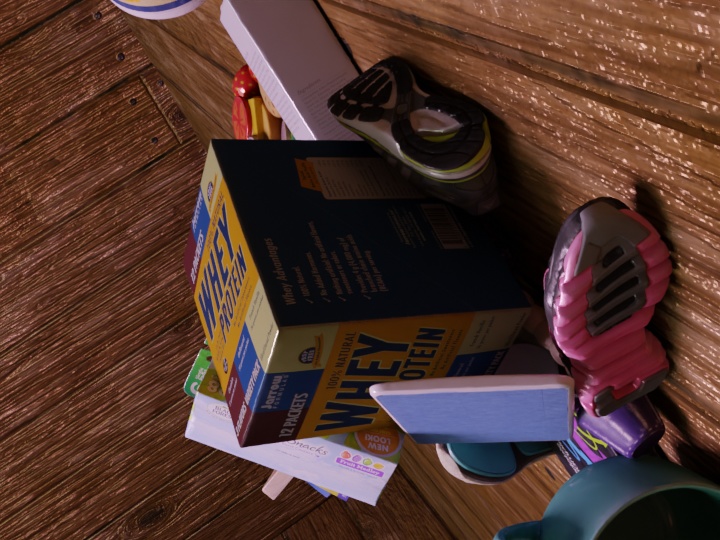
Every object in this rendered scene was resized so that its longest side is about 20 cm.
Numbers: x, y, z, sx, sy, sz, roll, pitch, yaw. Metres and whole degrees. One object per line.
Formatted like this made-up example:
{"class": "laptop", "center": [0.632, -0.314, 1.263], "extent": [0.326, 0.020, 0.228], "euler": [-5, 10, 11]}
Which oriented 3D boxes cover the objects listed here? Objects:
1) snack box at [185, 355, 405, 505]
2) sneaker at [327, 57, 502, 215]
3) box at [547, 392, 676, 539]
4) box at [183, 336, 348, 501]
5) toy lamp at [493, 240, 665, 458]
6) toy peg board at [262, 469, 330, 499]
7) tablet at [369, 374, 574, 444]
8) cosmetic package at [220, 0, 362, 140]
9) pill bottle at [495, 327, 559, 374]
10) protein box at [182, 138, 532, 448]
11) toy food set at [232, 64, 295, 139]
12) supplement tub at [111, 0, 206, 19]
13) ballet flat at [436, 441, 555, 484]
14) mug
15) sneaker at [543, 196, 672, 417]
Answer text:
{"class": "snack box", "center": [-0.035, 0.080, 0.811], "extent": [0.168, 0.200, 0.068], "euler": [20, 132, -2]}
{"class": "sneaker", "center": [0.039, -0.100, 0.730], "extent": [0.200, 0.074, 0.081], "euler": [49, 172, 50]}
{"class": "box", "center": [0.220, 0.169, 0.851], "extent": [0.143, 0.036, 0.200], "euler": [56, 173, -1]}
{"class": "box", "center": [-0.073, 0.127, 0.925], "extent": [0.200, 0.118, 0.048], "euler": [28, -160, 2]}
{"class": "toy lamp", "center": [0.155, 0.060, 0.732], "extent": [0.200, 0.058, 0.058], "euler": [52, 171, 35]}
{"class": "toy peg board", "center": [0.010, 0.163, 1.050], "extent": [0.098, 0.199, 0.200], "euler": [38, -160, 1]}
{"class": "tablet", "center": [0.087, 0.102, 0.676], "extent": [0.200, 0.130, 0.014], "euler": [59, -151, -67]}
{"class": "cosmetic package", "center": [-0.052, -0.185, 0.908], "extent": [0.200, 0.071, 0.101], "euler": [57, 172, -8]}
{"class": "pill bottle", "center": [0.113, 0.087, 0.882], "extent": [0.111, 0.111, 0.200], "euler": [57, 172, -11]}
{"class": "protein box", "center": [-0.013, 0.009, 0.742], "extent": [0.135, 0.199, 0.199], "euler": [111, 145, -41]}
{"class": "toy food set", "center": [-0.105, -0.173, 1.083], "extent": [0.200, 0.049, 0.199], "euler": [-170, 74, -65]}
{"class": "supplement tub", "center": [-0.220, -0.365, 0.932], "extent": [0.145, 0.144, 0.200], "euler": [52, 171, 23]}
{"class": "ballet flat", "center": [0.132, 0.181, 0.932], "extent": [0.200, 0.062, 0.068], "euler": [2, -122, -45]}
{"class": "mug", "center": [0.195, 0.203, 0.687], "extent": [0.185, 0.152, 0.114], "euler": [41, 176, -9]}
{"class": "sneaker", "center": [0.143, 0.013, 0.601], "extent": [0.200, 0.079, 0.096], "euler": [69, 176, -52]}
